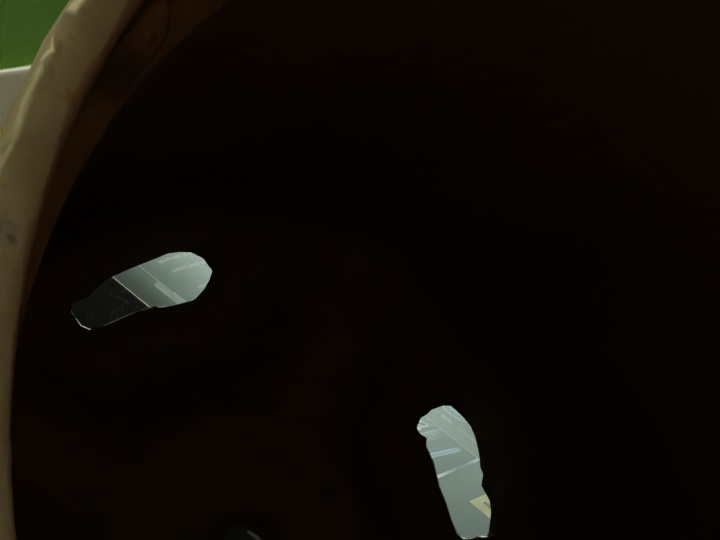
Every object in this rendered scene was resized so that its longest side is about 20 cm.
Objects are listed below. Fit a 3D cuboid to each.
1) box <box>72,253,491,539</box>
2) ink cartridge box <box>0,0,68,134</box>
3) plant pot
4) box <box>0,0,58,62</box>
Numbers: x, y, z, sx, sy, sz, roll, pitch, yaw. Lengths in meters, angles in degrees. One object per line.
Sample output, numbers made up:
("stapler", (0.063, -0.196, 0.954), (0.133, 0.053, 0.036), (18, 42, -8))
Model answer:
("box", (0.025, 0.028, 0.677), (0.158, 0.051, 0.200), (36, 29, 25))
("ink cartridge box", (-0.105, -0.064, 0.889), (0.145, 0.200, 0.048), (-7, 6, 9))
("plant pot", (0.012, 0.039, 0.424), (0.200, 0.201, 0.183), (-10, -5, -25))
("box", (-0.063, -0.092, 1.021), (0.199, 0.131, 0.200), (28, -12, 6))
